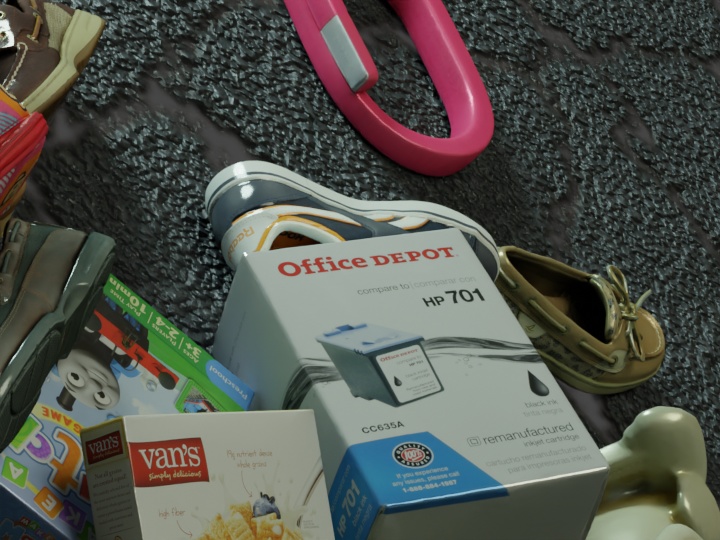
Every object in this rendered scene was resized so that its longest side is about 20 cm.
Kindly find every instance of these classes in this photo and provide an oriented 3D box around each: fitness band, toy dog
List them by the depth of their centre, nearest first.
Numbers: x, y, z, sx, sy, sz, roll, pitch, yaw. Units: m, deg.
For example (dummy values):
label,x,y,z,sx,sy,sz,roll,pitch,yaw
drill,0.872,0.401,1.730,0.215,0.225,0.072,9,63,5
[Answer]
label,x,y,z,sx,sy,sz,roll,pitch,yaw
toy dog,0.153,0.215,1.725,0.201,0.139,0.195,-96,170,-46
fitness band,0.018,-0.152,2.032,0.143,0.037,0.201,10,49,-49

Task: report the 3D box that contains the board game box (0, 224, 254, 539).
label,x,y,z,sx,sy,sz,roll,pitch,yaw
board game box,-0.142,0.083,1.573,0.151,0.037,0.200,40,33,-14

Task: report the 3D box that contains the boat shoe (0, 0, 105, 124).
label,x,y,z,sx,sy,sz,roll,pitch,yaw
boat shoe,-0.198,-0.111,1.685,0.072,0.072,0.200,32,25,-7

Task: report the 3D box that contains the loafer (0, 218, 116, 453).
label,x,y,z,sx,sy,sz,roll,pitch,yaw
loafer,-0.180,0.031,1.503,0.063,0.072,0.200,23,26,2

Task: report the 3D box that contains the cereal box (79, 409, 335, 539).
label,x,y,z,sx,sy,sz,roll,pitch,yaw
cereal box,-0.065,0.171,1.506,0.143,0.039,0.202,0,76,-49

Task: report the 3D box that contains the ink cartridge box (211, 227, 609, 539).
label,x,y,z,sx,sy,sz,roll,pitch,yaw
ink cartridge box,0.025,0.077,1.665,0.146,0.086,0.201,-8,47,-27

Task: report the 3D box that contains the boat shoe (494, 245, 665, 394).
label,x,y,z,sx,sy,sz,roll,pitch,yaw
boat shoe,0.138,0.030,1.949,0.199,0.063,0.074,12,46,-45

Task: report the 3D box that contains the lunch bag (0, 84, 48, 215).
label,x,y,z,sx,sy,sz,roll,pitch,yaw
lunch bag,-0.245,-0.005,1.386,0.082,0.200,0.176,44,39,-2

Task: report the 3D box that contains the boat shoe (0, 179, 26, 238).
label,x,y,z,sx,sy,sz,roll,pitch,yaw
boat shoe,-0.257,-0.049,1.539,0.199,0.074,0.076,7,49,-47

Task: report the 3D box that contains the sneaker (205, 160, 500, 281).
label,x,y,z,sx,sy,sz,roll,pitch,yaw
sneaker,0.000,0.000,1.802,0.199,0.079,0.080,13,39,-27
